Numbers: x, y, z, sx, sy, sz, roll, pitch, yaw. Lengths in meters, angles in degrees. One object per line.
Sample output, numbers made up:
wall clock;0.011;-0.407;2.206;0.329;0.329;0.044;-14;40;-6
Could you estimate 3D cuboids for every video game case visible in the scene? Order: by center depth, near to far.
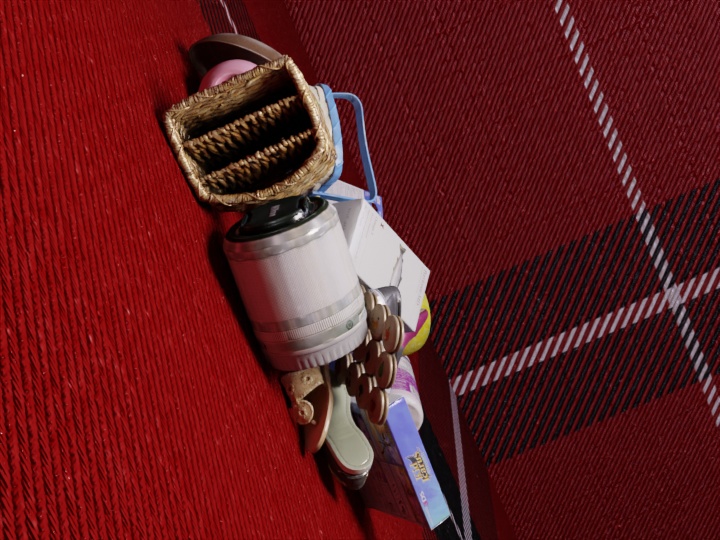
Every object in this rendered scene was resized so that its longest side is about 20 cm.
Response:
video game case;0.036;0.273;1.735;0.181;0.045;0.202;3;-62;59

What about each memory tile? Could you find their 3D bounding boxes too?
memory tile;0.008;0.112;1.614;0.200;0.017;0.155;-141;-120;-65

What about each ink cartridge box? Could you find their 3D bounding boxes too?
ink cartridge box;-0.060;-0.114;1.847;0.198;0.042;0.120;19;27;-12

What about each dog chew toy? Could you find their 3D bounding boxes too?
dog chew toy;-0.187;-0.253;1.841;0.200;0.123;0.126;70;-1;-80

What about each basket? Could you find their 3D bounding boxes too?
basket;-0.144;-0.169;1.567;0.149;0.198;0.144;50;19;-73
basket;-0.067;-0.185;1.733;0.199;0.139;0.178;0;72;-42

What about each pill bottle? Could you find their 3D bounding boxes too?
pill bottle;0.046;0.212;2.141;0.201;0.111;0.113;-103;168;-54

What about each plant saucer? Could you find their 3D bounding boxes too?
plant saucer;-0.177;-0.324;1.862;0.037;0.198;0.201;-69;157;-16

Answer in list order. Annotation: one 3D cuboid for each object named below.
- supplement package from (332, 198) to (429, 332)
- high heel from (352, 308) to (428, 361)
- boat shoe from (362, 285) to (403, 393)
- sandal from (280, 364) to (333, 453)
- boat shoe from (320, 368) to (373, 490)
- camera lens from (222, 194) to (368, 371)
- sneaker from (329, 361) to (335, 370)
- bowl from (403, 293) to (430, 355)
supplement package;0.000;0.000;1.777;0.200;0.116;0.118;45;49;-41
high heel;0.053;0.143;1.844;0.067;0.199;0.097;-12;-68;58
boat shoe;0.035;0.112;1.725;0.070;0.066;0.202;26;-52;47
sandal;-0.079;0.156;1.628;0.069;0.078;0.213;25;44;-17
boat shoe;-0.040;0.225;1.678;0.061;0.071;0.202;97;-25;-44
camera lens;-0.085;0.012;1.559;0.160;0.158;0.202;-90;163;-71
sneaker;-0.002;0.223;1.877;0.115;0.080;0.201;26;43;-82
bowl;0.012;0.070;1.957;0.199;0.107;0.202;29;-48;37
